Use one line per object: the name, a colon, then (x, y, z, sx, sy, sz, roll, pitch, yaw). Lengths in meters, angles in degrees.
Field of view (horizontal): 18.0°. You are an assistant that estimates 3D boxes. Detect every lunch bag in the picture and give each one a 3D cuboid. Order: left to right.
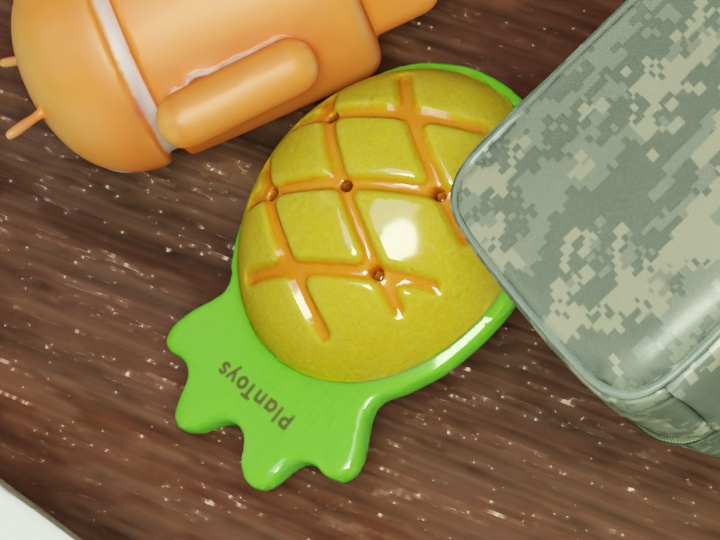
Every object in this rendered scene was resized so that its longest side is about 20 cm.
lunch bag: (0.155, -0.025, 0.878, 0.200, 0.168, 0.139, -45, 56, 8)

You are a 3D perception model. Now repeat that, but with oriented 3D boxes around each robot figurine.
robot figurine: (-0.069, -0.117, 1.012, 0.200, 0.117, 0.144, -23, 75, 2)

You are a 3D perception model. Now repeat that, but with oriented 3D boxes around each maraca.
maraca: (0.000, 0.000, 0.962, 0.137, 0.107, 0.200, 36, 87, 34)

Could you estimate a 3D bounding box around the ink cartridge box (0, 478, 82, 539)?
ink cartridge box: (-0.180, 0.144, 0.939, 0.200, 0.125, 0.129, 34, 81, 20)
